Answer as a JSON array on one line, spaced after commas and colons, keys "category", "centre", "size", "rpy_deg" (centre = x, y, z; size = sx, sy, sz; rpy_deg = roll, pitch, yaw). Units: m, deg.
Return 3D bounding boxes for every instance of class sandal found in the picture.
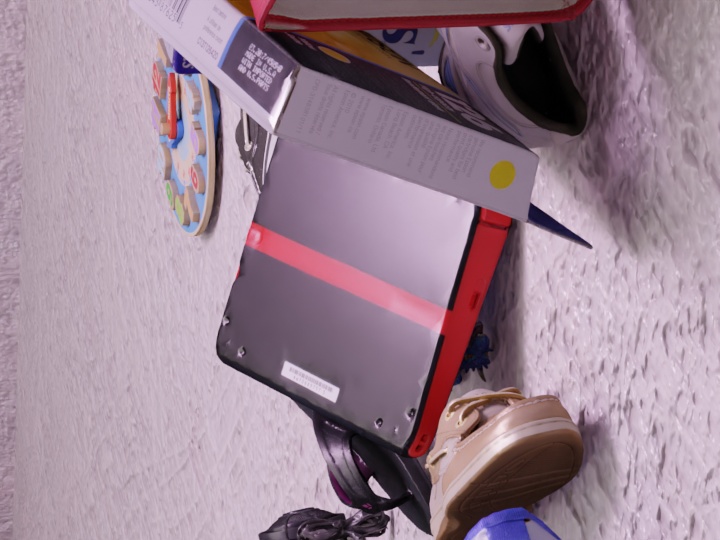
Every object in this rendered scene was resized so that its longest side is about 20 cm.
[{"category": "sandal", "centre": [-0.011, 0.118, 1.659], "size": [0.200, 0.048, 0.075], "rpy_deg": [42, 160, 39]}]

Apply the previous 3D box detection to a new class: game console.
[{"category": "game console", "centre": [0.000, 0.000, 1.520], "size": [0.200, 0.031, 0.178], "rpy_deg": [24, 100, 47]}]

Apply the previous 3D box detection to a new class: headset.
[{"category": "headset", "centre": [-0.019, 0.223, 1.836], "size": [0.200, 0.094, 0.124], "rpy_deg": [81, 174, -61]}]

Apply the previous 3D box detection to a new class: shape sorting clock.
[{"category": "shape sorting clock", "centre": [-0.166, -0.131, 2.360], "size": [0.200, 0.039, 0.201], "rpy_deg": [177, 90, -76]}]

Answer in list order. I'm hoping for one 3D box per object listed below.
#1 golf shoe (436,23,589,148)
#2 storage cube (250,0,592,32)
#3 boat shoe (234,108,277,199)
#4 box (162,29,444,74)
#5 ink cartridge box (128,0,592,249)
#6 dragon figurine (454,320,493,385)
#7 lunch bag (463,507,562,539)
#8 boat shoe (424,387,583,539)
[{"category": "golf shoe", "centre": [0.060, -0.148, 1.307], "size": [0.200, 0.078, 0.097], "rpy_deg": [55, 165, -24]}, {"category": "storage cube", "centre": [0.036, -0.233, 1.195], "size": [0.171, 0.199, 0.180], "rpy_deg": [125, 135, -57]}, {"category": "boat shoe", "centre": [-0.054, -0.094, 1.832], "size": [0.064, 0.071, 0.201], "rpy_deg": [-18, 64, 41]}, {"category": "box", "centre": [-0.009, -0.212, 1.396], "size": [0.184, 0.199, 0.105], "rpy_deg": [101, 159, -43]}, {"category": "ink cartridge box", "centre": [0.004, -0.090, 1.293], "size": [0.198, 0.199, 0.047], "rpy_deg": [41, 111, 55]}, {"category": "dragon figurine", "centre": [0.030, 0.044, 1.580], "size": [0.200, 0.059, 0.100], "rpy_deg": [135, 131, -69]}, {"category": "lunch bag", "centre": [0.093, 0.242, 1.252], "size": [0.170, 0.123, 0.201], "rpy_deg": [-110, 14, -51]}, {"category": "boat shoe", "centre": [0.070, 0.100, 1.405], "size": [0.200, 0.073, 0.069], "rpy_deg": [119, 140, -66]}]
